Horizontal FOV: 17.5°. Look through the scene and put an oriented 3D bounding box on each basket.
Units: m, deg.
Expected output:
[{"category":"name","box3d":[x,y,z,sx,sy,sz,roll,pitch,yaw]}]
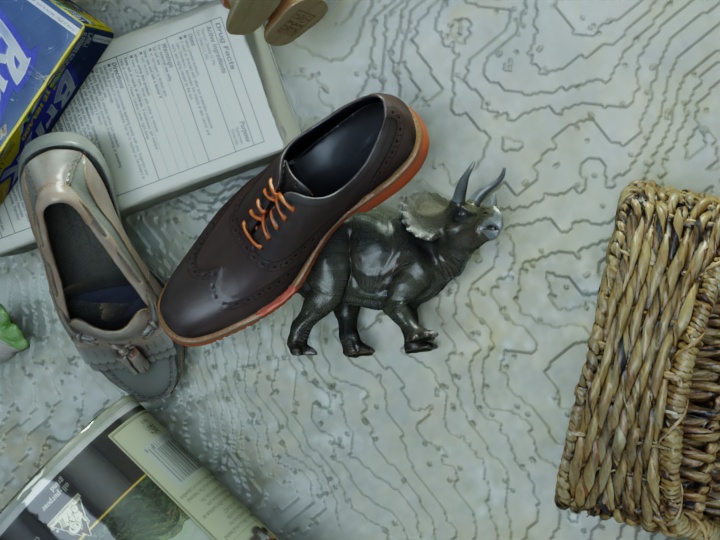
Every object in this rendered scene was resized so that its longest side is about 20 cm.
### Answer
[{"category":"basket","box3d":[0.205,0.056,1.369,0.149,0.143,0.200,14,95,9]}]

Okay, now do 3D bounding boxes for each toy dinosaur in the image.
[{"category":"toy dinosaur","box3d":[0.000,0.000,1.445,0.200,0.077,0.103,-7,80,14]}]

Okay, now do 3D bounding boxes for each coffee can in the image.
[{"category":"coffee can","box3d":[-0.119,0.196,1.427,0.200,0.146,0.146,44,98,5]}]

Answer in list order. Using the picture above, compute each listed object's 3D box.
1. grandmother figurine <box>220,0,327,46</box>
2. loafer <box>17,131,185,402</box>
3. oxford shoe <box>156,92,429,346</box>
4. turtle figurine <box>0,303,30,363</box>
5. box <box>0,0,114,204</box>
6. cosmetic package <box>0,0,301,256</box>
[{"category":"grandmother figurine","box3d":[-0.085,-0.228,1.418,0.061,0.121,0.200,-37,63,20]},{"category":"loafer","box3d":[-0.159,0.012,1.416,0.072,0.063,0.200,-16,126,6]},{"category":"oxford shoe","box3d":[-0.050,-0.036,1.387,0.200,0.073,0.071,-44,70,3]},{"category":"turtle figurine","box3d":[-0.313,0.061,1.437,0.194,0.200,0.144,-39,44,-10]},{"category":"box","box3d":[-0.235,-0.081,1.400,0.070,0.064,0.200,36,98,8]},{"category":"cosmetic package","box3d":[-0.147,-0.088,1.453,0.200,0.073,0.104,-18,90,9]}]
